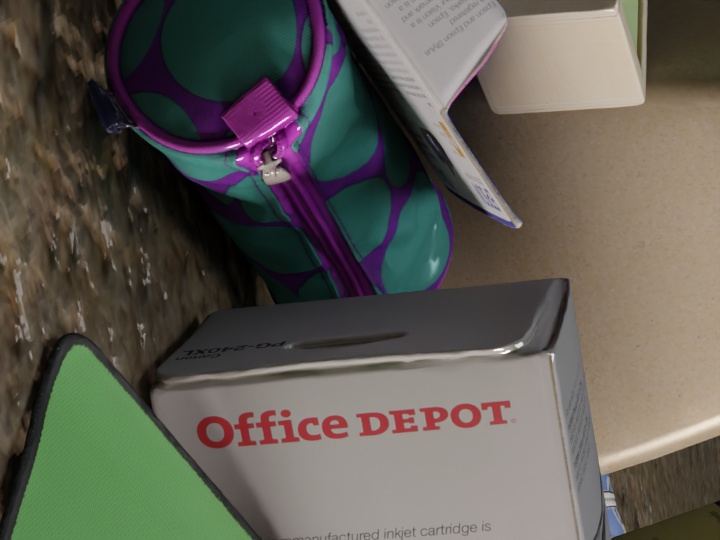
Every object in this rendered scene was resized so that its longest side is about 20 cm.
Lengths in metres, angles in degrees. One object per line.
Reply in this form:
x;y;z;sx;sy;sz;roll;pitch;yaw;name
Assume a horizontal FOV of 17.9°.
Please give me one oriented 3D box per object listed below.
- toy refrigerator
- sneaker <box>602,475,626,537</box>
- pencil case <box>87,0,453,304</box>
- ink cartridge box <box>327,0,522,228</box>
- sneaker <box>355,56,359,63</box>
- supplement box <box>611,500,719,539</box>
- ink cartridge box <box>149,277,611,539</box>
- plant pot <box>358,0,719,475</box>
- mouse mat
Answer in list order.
0.083;-0.169;0.909;0.076;0.070;0.201;60;32;-61;toy refrigerator
0.135;0.152;1.429;0.200;0.075;0.077;72;23;-44;sneaker
-0.026;-0.042;0.843;0.200;0.085;0.093;53;17;-63;pencil case
0.000;-0.113;0.793;0.200;0.043;0.196;53;0;-8;ink cartridge box
0.029;-0.080;1.080;0.104;0.060;0.201;-111;-170;-75;sneaker
0.130;0.240;1.036;0.134;0.199;0.201;-135;-150;-65;supplement box
0.018;0.111;0.830;0.083;0.145;0.201;-57;139;-67;ink cartridge box
0.132;-0.029;1.001;0.200;0.176;0.201;-37;115;-53;plant pot
-0.065;0.134;0.685;0.161;0.008;0.200;54;28;-32;mouse mat
